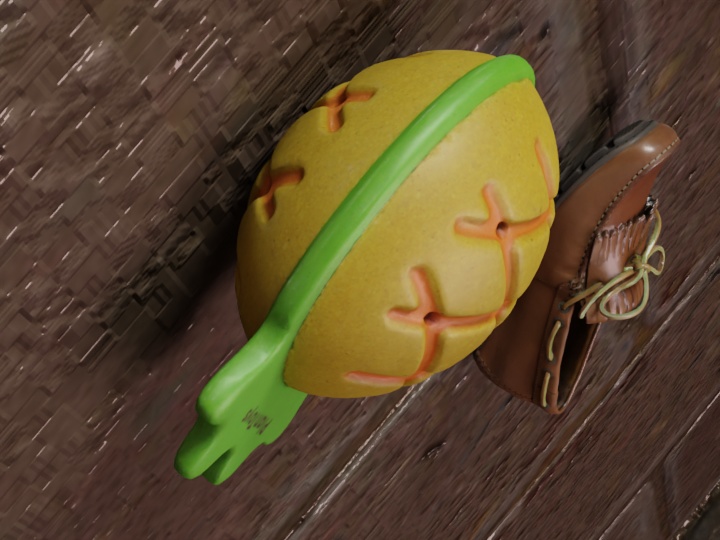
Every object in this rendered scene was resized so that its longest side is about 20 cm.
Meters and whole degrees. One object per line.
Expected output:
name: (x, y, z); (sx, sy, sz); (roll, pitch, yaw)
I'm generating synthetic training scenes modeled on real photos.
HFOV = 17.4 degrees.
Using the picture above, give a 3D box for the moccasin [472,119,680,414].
moccasin: (0.128, 0.001, 1.289); (0.074, 0.078, 0.201); (-31, 154, -51)

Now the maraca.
maraca: (0.000, 0.000, 0.887); (0.200, 0.107, 0.137); (-51, 165, -1)
